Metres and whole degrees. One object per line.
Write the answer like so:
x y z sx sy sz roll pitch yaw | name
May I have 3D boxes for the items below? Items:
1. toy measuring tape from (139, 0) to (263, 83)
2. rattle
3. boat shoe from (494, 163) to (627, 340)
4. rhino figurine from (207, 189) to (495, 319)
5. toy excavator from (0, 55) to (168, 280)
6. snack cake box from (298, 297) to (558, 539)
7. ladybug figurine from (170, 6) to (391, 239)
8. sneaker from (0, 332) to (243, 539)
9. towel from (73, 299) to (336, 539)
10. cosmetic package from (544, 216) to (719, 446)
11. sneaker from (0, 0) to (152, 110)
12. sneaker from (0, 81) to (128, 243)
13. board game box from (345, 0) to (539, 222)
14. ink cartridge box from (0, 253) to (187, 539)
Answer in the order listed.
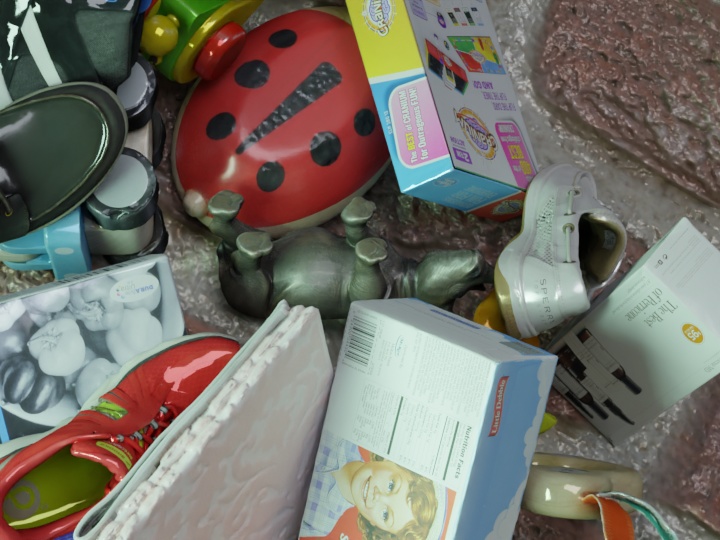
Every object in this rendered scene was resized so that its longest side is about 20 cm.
-0.094 -0.168 1.328 0.074 0.074 0.200 45 32 4 | toy measuring tape
0.133 0.094 1.243 0.129 0.200 0.144 23 84 -11 | rattle
0.141 -0.015 1.314 0.200 0.069 0.071 -62 138 -59 | boat shoe
0.000 0.000 1.297 0.198 0.088 0.060 5 52 1 | rhino figurine
-0.222 -0.033 1.272 0.198 0.100 0.196 -2 72 -1 | toy excavator
0.034 0.129 1.206 0.067 0.115 0.202 -2 109 -52 | snack cake box
-0.042 -0.103 1.346 0.136 0.072 0.200 43 66 2 | ladybug figurine
-0.138 0.107 1.163 0.199 0.085 0.077 -33 103 -18 | sneaker
-0.080 0.137 1.194 0.032 0.192 0.200 29 63 26 | towel
0.182 0.044 1.284 0.082 0.200 0.051 42 65 3 | cosmetic package
-0.180 -0.196 1.203 0.111 0.073 0.202 -5 112 8 | sneaker
-0.225 -0.039 1.166 0.199 0.106 0.075 -30 98 4 | sneaker
0.051 -0.140 1.351 0.040 0.153 0.201 -23 73 25 | board game box
-0.187 0.111 1.213 0.197 0.043 0.202 -16 96 -20 | ink cartridge box
